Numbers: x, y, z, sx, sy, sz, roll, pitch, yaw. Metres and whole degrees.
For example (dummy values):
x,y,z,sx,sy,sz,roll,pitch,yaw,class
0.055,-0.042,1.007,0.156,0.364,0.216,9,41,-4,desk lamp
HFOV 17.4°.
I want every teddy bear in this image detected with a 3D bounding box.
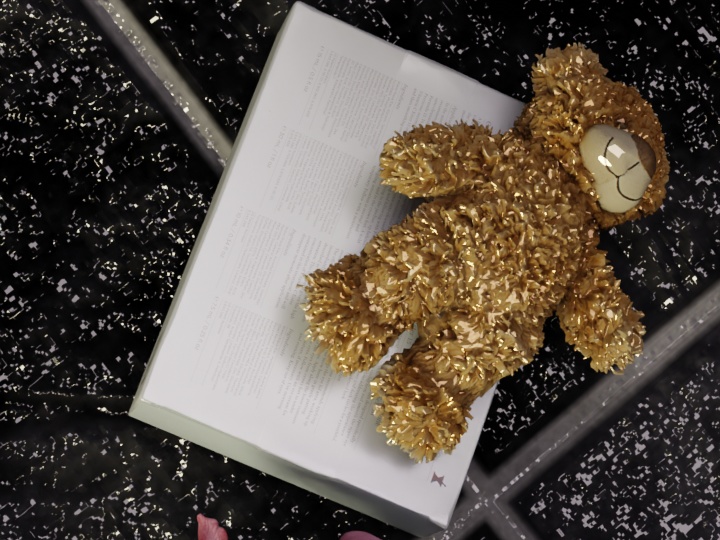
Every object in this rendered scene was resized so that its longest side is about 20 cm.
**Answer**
x,y,z,sx,sy,sz,roll,pitch,yaw,class
0.064,-0.009,1.033,0.199,0.067,0.146,-26,89,-17,teddy bear

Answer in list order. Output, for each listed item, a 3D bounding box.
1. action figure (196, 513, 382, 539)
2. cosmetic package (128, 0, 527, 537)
x,y,z,sx,sy,sz,roll,pitch,yaw,class
-0.009,0.184,0.992,0.200,0.149,0.134,44,78,-15,action figure
0.000,0.000,1.075,0.150,0.052,0.201,23,74,-6,cosmetic package
